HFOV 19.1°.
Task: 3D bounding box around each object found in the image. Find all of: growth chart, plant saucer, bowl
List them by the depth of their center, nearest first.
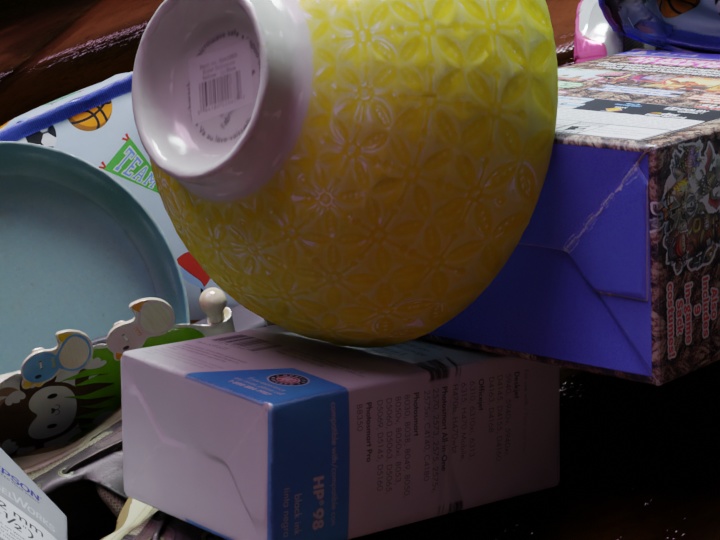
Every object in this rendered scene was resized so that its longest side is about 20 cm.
[{"bbox_3d":[-0.029,-0.072,0.870,0.199,0.202,0.107,-6,-8,43],"label":"bowl"},{"bbox_3d":[-0.146,0.080,1.074,0.198,0.145,0.018,-23,54,-1],"label":"growth chart"},{"bbox_3d":[-0.190,0.032,1.151,0.199,0.202,0.027,-25,1,-2],"label":"plant saucer"}]

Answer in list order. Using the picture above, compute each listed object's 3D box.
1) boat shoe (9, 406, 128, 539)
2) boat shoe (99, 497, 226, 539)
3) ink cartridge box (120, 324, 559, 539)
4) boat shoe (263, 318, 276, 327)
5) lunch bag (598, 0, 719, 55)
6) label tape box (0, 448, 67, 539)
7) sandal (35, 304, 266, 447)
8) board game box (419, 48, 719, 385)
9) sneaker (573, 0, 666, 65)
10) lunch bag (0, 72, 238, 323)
[{"bbox_3d":[-0.116,0.111,1.046,0.199,0.074,0.065,-25,34,-4],"label":"boat shoe"},{"bbox_3d":[-0.073,0.132,0.920,0.066,0.072,0.201,-26,14,12],"label":"boat shoe"},{"bbox_3d":[0.008,0.062,0.934,0.199,0.067,0.115,-9,14,-37],"label":"ink cartridge box"},{"bbox_3d":[-0.002,0.002,1.039,0.073,0.063,0.201,-35,-18,18],"label":"boat shoe"},{"bbox_3d":[0.225,-0.188,1.028,0.199,0.124,0.170,-14,29,47],"label":"lunch bag"},{"bbox_3d":[-0.194,0.157,0.940,0.144,0.066,0.200,-49,16,8],"label":"label tape box"},{"bbox_3d":[-0.109,0.056,1.114,0.198,0.076,0.043,-21,54,-2],"label":"sandal"},{"bbox_3d":[0.125,-0.032,0.942,0.159,0.098,0.199,10,19,43],"label":"board game box"},{"bbox_3d":[0.176,-0.102,1.130,0.088,0.082,0.199,0,-1,33],"label":"sneaker"},{"bbox_3d":[-0.172,-0.008,1.232,0.199,0.171,0.124,-26,7,-10],"label":"lunch bag"}]
